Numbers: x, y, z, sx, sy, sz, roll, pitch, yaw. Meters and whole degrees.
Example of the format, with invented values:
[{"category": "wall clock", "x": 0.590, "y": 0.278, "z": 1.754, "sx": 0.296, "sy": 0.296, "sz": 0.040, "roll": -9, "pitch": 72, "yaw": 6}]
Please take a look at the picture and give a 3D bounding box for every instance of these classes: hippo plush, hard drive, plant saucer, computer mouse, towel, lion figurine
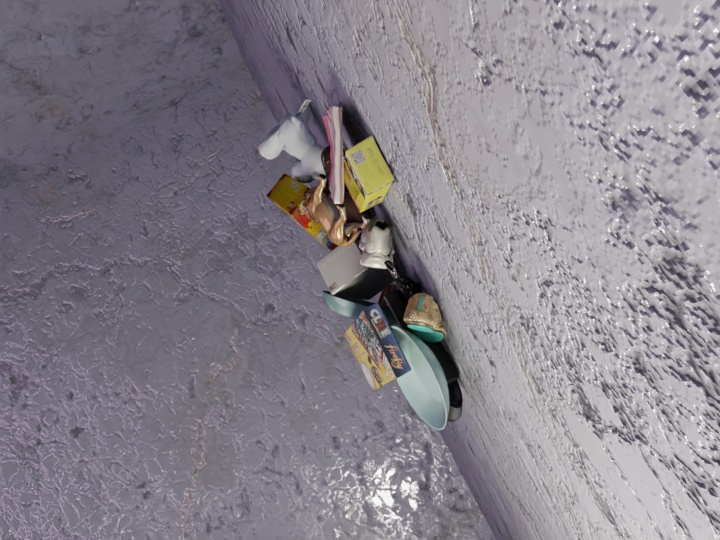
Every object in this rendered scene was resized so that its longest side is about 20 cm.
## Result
[{"category": "hippo plush", "x": -0.127, "y": -0.305, "z": 1.371, "sx": 0.161, "sy": 0.160, "sz": 0.199, "roll": 45, "pitch": 140, "yaw": -19}, {"category": "hard drive", "x": 0.126, "y": 0.136, "z": 1.141, "sx": 0.202, "sy": 0.033, "sz": 0.139, "roll": 61, "pitch": -164, "yaw": 16}, {"category": "plant saucer", "x": 0.008, "y": 0.088, "z": 1.237, "sx": 0.200, "sy": 0.197, "sz": 0.037, "roll": -154, "pitch": 80, "yaw": -85}, {"category": "computer mouse", "x": 0.083, "y": 0.020, "z": 1.052, "sx": 0.059, "sy": 0.034, "sz": 0.200, "roll": 62, "pitch": -175, "yaw": 22}, {"category": "towel", "x": -0.045, "y": -0.193, "z": 0.951, "sx": 0.200, "sy": 0.029, "sz": 0.149, "roll": -107, "pitch": 15, "yaw": -77}, {"category": "plant saucer", "x": 0.110, "y": 0.186, "z": 1.026, "sx": 0.202, "sy": 0.038, "sz": 0.203, "roll": 54, "pitch": 157, "yaw": 35}, {"category": "lion figurine", "x": -0.056, "y": -0.105, "z": 1.113, "sx": 0.202, "sy": 0.071, "sz": 0.123, "roll": 63, "pitch": 141, "yaw": 36}]

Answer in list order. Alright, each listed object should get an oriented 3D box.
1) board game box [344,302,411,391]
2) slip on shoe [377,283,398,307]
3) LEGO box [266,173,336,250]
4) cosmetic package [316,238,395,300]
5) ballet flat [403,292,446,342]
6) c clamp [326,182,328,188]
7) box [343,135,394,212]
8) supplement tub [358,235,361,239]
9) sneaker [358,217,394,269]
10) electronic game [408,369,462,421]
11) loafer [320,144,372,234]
[{"category": "board game box", "x": 0.029, "y": 0.154, "z": 1.102, "sx": 0.137, "sy": 0.034, "sz": 0.200, "roll": 63, "pitch": 162, "yaw": 11}, {"category": "slip on shoe", "x": 0.060, "y": 0.127, "z": 1.419, "sx": 0.061, "sy": 0.075, "sz": 0.202, "roll": 50, "pitch": -135, "yaw": -30}, {"category": "LEGO box", "x": -0.128, "y": -0.144, "z": 1.389, "sx": 0.149, "sy": 0.077, "sz": 0.200, "roll": 41, "pitch": 178, "yaw": -32}, {"category": "cosmetic package", "x": 0.000, "y": 0.000, "z": 1.253, "sx": 0.091, "sy": 0.106, "sz": 0.199, "roll": 61, "pitch": -164, "yaw": 20}, {"category": "ballet flat", "x": 0.117, "y": 0.080, "z": 0.986, "sx": 0.200, "sy": 0.069, "sz": 0.066, "roll": 57, "pitch": -136, "yaw": -74}, {"category": "c clamp", "x": -0.074, "y": -0.208, "z": 1.486, "sx": 0.171, "sy": 0.027, "sz": 0.202, "roll": 49, "pitch": -159, "yaw": -41}, {"category": "box", "x": 0.008, "y": -0.148, "z": 0.912, "sx": 0.076, "sy": 0.050, "sz": 0.200, "roll": 62, "pitch": 177, "yaw": -1}, {"category": "supplement tub", "x": -0.003, "y": -0.039, "z": 1.502, "sx": 0.108, "sy": 0.106, "sz": 0.200, "roll": 63, "pitch": 177, "yaw": -20}, {"category": "sneaker", "x": 0.036, "y": -0.065, "z": 1.106, "sx": 0.200, "sy": 0.074, "sz": 0.083, "roll": -97, "pitch": 12, "yaw": -74}, {"category": "electronic game", "x": 0.150, "y": 0.220, "z": 1.187, "sx": 0.200, "sy": 0.041, "sz": 0.201, "roll": 45, "pitch": -157, "yaw": -25}, {"category": "loafer", "x": -0.028, "y": -0.159, "z": 1.182, "sx": 0.202, "sy": 0.072, "sz": 0.071, "roll": 64, "pitch": 177, "yaw": -25}]
